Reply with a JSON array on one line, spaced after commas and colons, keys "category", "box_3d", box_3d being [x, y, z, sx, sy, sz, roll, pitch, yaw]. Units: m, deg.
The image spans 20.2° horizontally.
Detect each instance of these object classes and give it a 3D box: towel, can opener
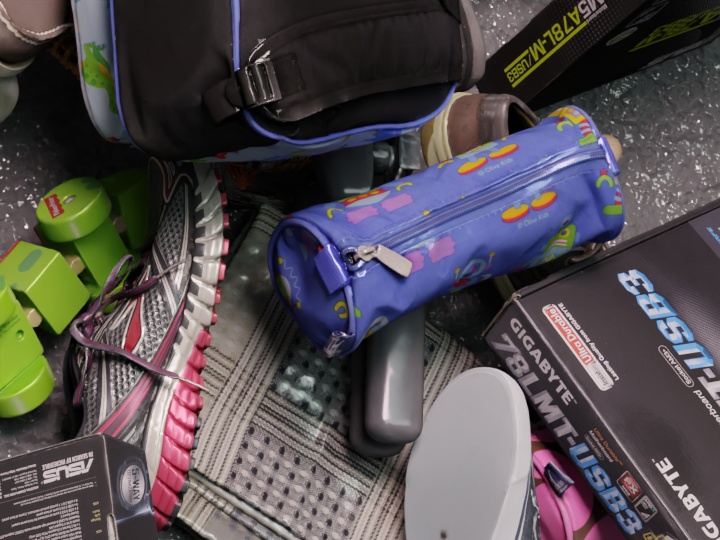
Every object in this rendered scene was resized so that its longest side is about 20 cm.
[{"category": "towel", "box_3d": [-0.023, 0.085, 1.113, 0.192, 0.035, 0.201, 37, 58, -13]}, {"category": "can opener", "box_3d": [0.000, 0.000, 1.116, 0.066, 0.053, 0.202, 9, 68, -17]}]

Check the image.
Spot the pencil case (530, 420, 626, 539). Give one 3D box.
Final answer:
[{"category": "pencil case", "box_3d": [0.166, 0.110, 1.174, 0.199, 0.091, 0.094, -15, 75, -34]}]

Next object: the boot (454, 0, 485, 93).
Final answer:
[{"category": "boot", "box_3d": [0.074, -0.195, 1.250, 0.131, 0.070, 0.201, -2, 58, -28]}]

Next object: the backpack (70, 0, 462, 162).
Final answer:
[{"category": "backpack", "box_3d": [-0.048, -0.147, 1.022, 0.199, 0.146, 0.185, -9, 94, -53]}]

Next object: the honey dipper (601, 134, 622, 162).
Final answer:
[{"category": "honey dipper", "box_3d": [0.095, -0.038, 1.232, 0.199, 0.038, 0.038, -29, 84, -36]}]

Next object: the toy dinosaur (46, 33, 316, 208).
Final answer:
[{"category": "toy dinosaur", "box_3d": [-0.075, -0.108, 1.141, 0.199, 0.102, 0.137, 15, 81, -52]}]

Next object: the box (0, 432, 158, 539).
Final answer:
[{"category": "box", "box_3d": [-0.183, 0.176, 0.913, 0.044, 0.199, 0.161, 34, 42, -64]}]

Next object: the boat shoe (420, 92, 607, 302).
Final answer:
[{"category": "boat shoe", "box_3d": [0.109, -0.023, 1.179, 0.200, 0.065, 0.073, 49, 57, -30]}]

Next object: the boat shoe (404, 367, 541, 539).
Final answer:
[{"category": "boat shoe", "box_3d": [0.073, 0.158, 1.095, 0.091, 0.070, 0.202, 18, 75, -52]}]

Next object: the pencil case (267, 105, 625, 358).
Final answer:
[{"category": "pencil case", "box_3d": [0.049, -0.022, 1.063, 0.199, 0.087, 0.079, -22, 86, -25]}]

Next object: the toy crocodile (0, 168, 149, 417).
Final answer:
[{"category": "toy crocodile", "box_3d": [-0.173, 0.013, 1.058, 0.200, 0.061, 0.068, -48, 130, -28]}]

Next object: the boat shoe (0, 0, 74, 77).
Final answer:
[{"category": "boat shoe", "box_3d": [-0.161, -0.156, 1.047, 0.072, 0.059, 0.200, 63, 15, -15]}]

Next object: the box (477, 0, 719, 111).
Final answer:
[{"category": "box", "box_3d": [0.194, -0.173, 1.246, 0.199, 0.193, 0.048, -23, 79, -33]}]

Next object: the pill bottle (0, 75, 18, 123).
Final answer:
[{"category": "pill bottle", "box_3d": [-0.256, -0.167, 1.060, 0.112, 0.112, 0.201, -9, 74, -30]}]

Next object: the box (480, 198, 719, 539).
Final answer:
[{"category": "box", "box_3d": [0.198, 0.071, 1.132, 0.198, 0.050, 0.201, -21, 67, -39]}]

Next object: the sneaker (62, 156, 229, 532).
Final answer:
[{"category": "sneaker", "box_3d": [-0.112, 0.028, 1.026, 0.074, 0.081, 0.202, 12, 71, -10]}]
